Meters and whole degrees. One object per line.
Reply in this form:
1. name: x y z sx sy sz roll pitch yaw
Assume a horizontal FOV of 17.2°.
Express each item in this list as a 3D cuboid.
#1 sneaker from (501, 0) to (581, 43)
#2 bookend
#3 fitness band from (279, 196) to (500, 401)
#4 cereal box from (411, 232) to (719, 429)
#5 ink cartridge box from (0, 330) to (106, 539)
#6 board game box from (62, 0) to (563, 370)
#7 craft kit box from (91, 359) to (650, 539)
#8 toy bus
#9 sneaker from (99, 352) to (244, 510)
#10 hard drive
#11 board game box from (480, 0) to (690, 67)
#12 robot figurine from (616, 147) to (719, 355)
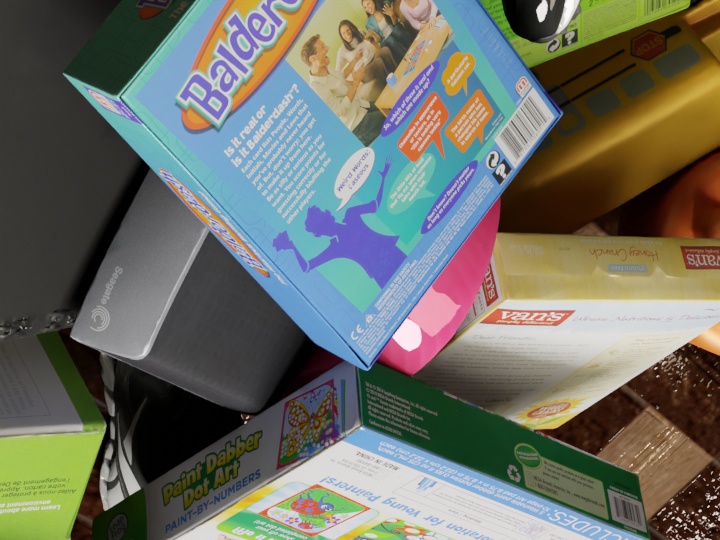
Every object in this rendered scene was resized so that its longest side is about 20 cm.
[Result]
1. sneaker: 0.054 -0.201 1.069 0.089 0.070 0.201 -6 105 -13
2. bookend: -0.135 -0.082 1.056 0.198 0.092 0.201 -13 124 -41
3. fitness band: 0.000 0.000 1.165 0.037 0.200 0.144 33 63 -25
4. cereal box: 0.086 0.035 1.212 0.143 0.040 0.200 1 157 -27
5. ink cartridge box: -0.236 0.054 1.068 0.199 0.148 0.076 -3 130 -32
6. board game box: -0.014 -0.075 1.014 0.152 0.045 0.200 -52 133 -12
7. craft kit box: 0.004 0.129 1.174 0.199 0.049 0.197 25 134 -37
8. toy bus: 0.127 -0.081 1.246 0.199 0.078 0.065 -30 139 -4
9. sneaker: -0.096 0.108 1.257 0.066 0.091 0.201 -18 136 -19
10. hard drive: -0.037 -0.034 1.085 0.135 0.042 0.201 30 90 -52
11. board game box: 0.068 -0.148 1.169 0.199 0.048 0.102 -22 136 -17
12. robot figurine: 0.205 -0.013 1.299 0.116 0.200 0.144 31 90 -6
